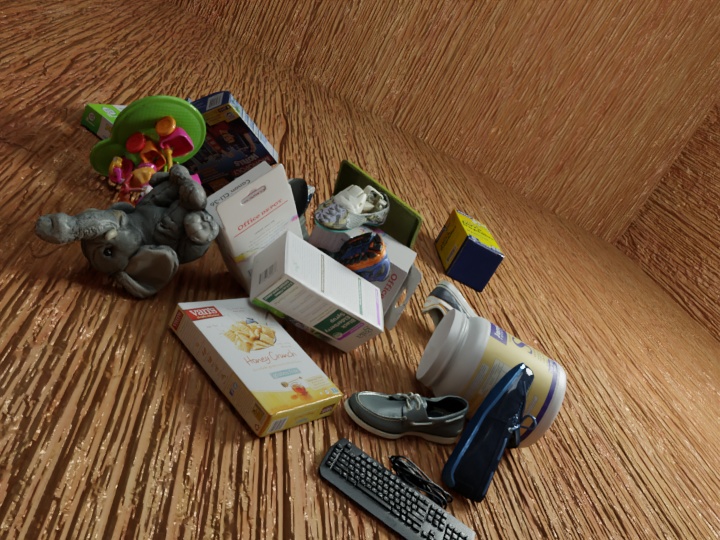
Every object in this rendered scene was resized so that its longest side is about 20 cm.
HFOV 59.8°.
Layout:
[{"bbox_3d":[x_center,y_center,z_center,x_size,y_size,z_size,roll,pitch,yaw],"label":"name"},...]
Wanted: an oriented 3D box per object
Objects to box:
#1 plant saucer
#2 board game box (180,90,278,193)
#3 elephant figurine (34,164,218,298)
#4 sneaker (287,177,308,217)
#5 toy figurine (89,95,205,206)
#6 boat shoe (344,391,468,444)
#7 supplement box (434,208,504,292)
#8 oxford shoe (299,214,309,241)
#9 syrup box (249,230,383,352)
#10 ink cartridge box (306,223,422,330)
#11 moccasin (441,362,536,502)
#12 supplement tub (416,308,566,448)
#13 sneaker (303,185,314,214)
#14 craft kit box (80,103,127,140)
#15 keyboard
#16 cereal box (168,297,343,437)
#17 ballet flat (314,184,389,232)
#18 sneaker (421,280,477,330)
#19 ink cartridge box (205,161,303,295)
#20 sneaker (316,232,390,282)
[{"bbox_3d":[0.026,-0.082,1.189,0.199,0.203,0.047,40,44,21],"label":"plant saucer"},{"bbox_3d":[-0.251,-0.215,1.115,0.200,0.195,0.063,50,34,-49],"label":"board game box"},{"bbox_3d":[-0.292,-0.041,0.801,0.198,0.158,0.140,-34,23,-26],"label":"elephant figurine"},{"bbox_3d":[-0.180,-0.113,1.097,0.118,0.086,0.200,9,27,22],"label":"sneaker"},{"bbox_3d":[-0.316,-0.136,0.962,0.151,0.196,0.187,58,8,-60],"label":"toy figurine"},{"bbox_3d":[0.068,0.188,0.859,0.196,0.063,0.073,19,24,-30],"label":"boat shoe"},{"bbox_3d":[0.271,-0.055,1.589,0.107,0.111,0.201,25,22,-14],"label":"supplement box"},{"bbox_3d":[-0.135,-0.047,1.098,0.200,0.073,0.059,-56,131,-67],"label":"oxford shoe"},{"bbox_3d":[-0.059,0.036,0.907,0.198,0.078,0.083,34,39,-35],"label":"syrup box"},{"bbox_3d":[0.000,0.000,1.083,0.197,0.130,0.125,32,21,2],"label":"ink cartridge box"},{"bbox_3d":[0.184,0.219,0.847,0.068,0.201,0.081,37,-20,5],"label":"moccasin"},{"bbox_3d":[0.199,0.164,0.971,0.197,0.147,0.146,30,21,-2],"label":"supplement tub"},{"bbox_3d":[-0.155,-0.145,1.269,0.085,0.076,0.200,27,21,6],"label":"sneaker"},{"bbox_3d":[-0.396,-0.250,1.211,0.195,0.049,0.199,33,21,11],"label":"craft kit box"},{"bbox_3d":[0.051,0.254,0.726,0.198,0.040,0.104,35,22,5],"label":"keyboard"},{"bbox_3d":[-0.130,0.111,0.787,0.200,0.040,0.142,43,23,26],"label":"cereal box"},{"bbox_3d":[-0.008,-0.109,1.036,0.072,0.073,0.199,38,23,19],"label":"ballet flat"},{"bbox_3d":[0.192,0.120,1.163,0.079,0.079,0.200,-41,86,-23],"label":"sneaker"},{"bbox_3d":[-0.153,-0.071,0.901,0.116,0.202,0.067,-36,60,-20],"label":"ink cartridge box"},{"bbox_3d":[-0.038,0.007,0.989,0.079,0.196,0.077,52,38,-38],"label":"sneaker"}]
